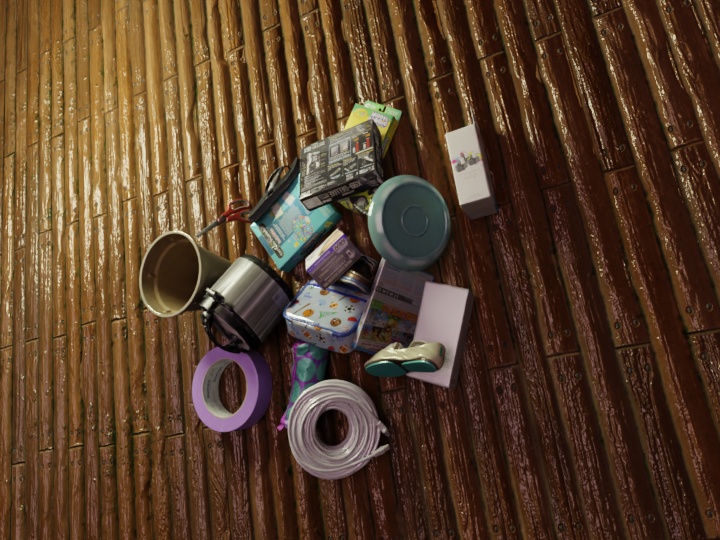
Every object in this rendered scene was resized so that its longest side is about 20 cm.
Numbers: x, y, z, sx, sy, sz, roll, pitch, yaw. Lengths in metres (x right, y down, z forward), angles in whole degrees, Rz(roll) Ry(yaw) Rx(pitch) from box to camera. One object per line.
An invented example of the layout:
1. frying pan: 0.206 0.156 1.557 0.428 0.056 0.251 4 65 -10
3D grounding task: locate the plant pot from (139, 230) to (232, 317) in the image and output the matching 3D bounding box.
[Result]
1. plant pot: -0.409 0.022 1.300 0.196 0.183 0.206 -5 79 26

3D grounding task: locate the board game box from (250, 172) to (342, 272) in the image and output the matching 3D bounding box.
1. board game box: -0.161 -0.122 1.296 0.200 0.047 0.152 -44 66 11

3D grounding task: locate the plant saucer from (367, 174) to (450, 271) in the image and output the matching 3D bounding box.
1. plant saucer: 0.110 -0.102 1.089 0.027 0.195 0.206 167 104 -66

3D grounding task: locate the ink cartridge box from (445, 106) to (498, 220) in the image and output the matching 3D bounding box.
1. ink cartridge box: 0.233 -0.224 1.106 0.066 0.115 0.205 -14 74 19

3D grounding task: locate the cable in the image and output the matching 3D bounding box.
1. cable: -0.056 0.335 1.111 0.197 0.069 0.203 -31 88 -7

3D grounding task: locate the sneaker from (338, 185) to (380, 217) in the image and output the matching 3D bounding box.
1. sneaker: 0.006 -0.165 1.201 0.076 0.076 0.199 -49 53 -3

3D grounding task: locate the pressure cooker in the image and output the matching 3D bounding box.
1. pressure cooker: -0.273 0.086 1.205 0.175 0.178 0.201 41 68 -6

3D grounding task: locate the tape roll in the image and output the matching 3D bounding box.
1. tape roll: -0.315 0.287 1.279 0.196 0.065 0.206 -5 79 24

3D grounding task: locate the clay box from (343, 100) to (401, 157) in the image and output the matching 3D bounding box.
1. clay box: 0.011 -0.312 1.256 0.113 0.047 0.204 23 91 25

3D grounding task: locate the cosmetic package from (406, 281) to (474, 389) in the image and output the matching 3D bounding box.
1. cosmetic package: 0.168 0.134 1.093 0.100 0.074 0.205 12 84 25

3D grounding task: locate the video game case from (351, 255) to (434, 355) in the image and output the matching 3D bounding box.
1. video game case: 0.072 0.085 1.113 0.018 0.141 0.204 16 86 58

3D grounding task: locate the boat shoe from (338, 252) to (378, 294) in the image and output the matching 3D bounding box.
1. boat shoe: 0.000 0.000 1.122 0.071 0.200 0.074 28 94 -2

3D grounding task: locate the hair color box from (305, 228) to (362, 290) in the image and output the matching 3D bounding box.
1. hair color box: -0.063 -0.029 1.145 0.109 0.200 0.065 -43 101 0

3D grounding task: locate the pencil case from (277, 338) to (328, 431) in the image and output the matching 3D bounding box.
1. pencil case: -0.128 0.261 1.185 0.085 0.091 0.205 -3 78 62

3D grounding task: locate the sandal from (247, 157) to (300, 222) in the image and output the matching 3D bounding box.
1. sandal: -0.218 -0.208 1.304 0.043 0.076 0.201 42 82 -20

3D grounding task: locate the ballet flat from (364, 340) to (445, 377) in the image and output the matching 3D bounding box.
1. ballet flat: 0.090 0.175 1.052 0.197 0.069 0.071 -13 74 44

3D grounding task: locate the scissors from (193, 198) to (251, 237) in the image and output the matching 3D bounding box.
1. scissors: -0.350 -0.133 1.317 0.014 0.198 0.074 -40 80 45

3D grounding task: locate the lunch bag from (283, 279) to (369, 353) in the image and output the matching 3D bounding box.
1. lunch bag: -0.068 0.093 1.165 0.196 0.077 0.161 16 46 28

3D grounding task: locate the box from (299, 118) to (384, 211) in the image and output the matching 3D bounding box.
1. box: -0.046 -0.240 1.190 0.196 0.050 0.161 -18 55 21
